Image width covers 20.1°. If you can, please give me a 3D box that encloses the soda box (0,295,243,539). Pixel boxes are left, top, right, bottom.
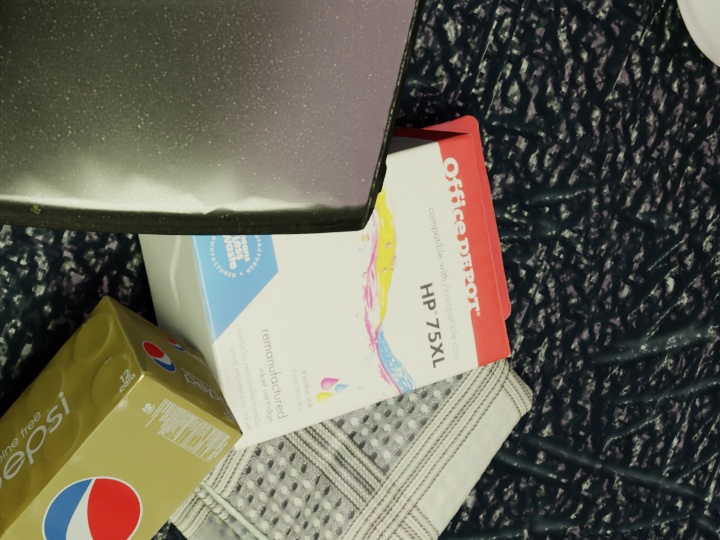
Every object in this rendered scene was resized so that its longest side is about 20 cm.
[{"bbox_3d":[-0.145,0.112,0.909,0.064,0.068,0.200,35,102,-36],"label":"soda box"}]

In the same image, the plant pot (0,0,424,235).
[{"bbox_3d":[-0.063,-0.107,0.826,0.176,0.200,0.202,13,95,2],"label":"plant pot"}]

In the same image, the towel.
[{"bbox_3d":[-0.013,0.083,1.059,0.200,0.034,0.193,-50,125,-14],"label":"towel"}]

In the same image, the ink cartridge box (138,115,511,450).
[{"bbox_3d":[0.000,0.000,0.996,0.198,0.067,0.117,-18,103,-27],"label":"ink cartridge box"}]

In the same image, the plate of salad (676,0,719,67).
[{"bbox_3d":[0.231,-0.212,1.150,0.199,0.048,0.202,-20,119,-40],"label":"plate of salad"}]
